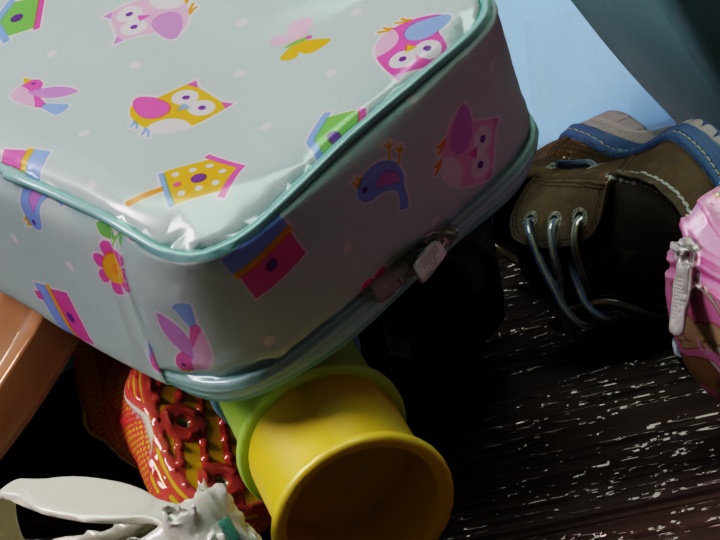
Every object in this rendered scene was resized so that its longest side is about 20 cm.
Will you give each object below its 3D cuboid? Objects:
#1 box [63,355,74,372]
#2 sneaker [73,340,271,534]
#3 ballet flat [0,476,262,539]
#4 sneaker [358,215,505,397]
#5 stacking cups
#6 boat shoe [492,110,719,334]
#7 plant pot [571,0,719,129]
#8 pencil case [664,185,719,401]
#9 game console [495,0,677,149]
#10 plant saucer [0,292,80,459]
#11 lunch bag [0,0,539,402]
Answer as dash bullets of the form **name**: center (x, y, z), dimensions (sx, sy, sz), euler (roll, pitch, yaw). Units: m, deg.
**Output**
- **box**: center (-0.107, -0.005, 1.219), dimensions (0.199, 0.049, 0.082), euler (-27, 20, -23)
- **sneaker**: center (-0.064, 0.044, 1.037), dimensions (0.073, 0.077, 0.200), euler (14, 25, -19)
- **ballet flat**: center (-0.111, 0.096, 0.918), dimensions (0.199, 0.072, 0.072), euler (-9, 21, 29)
- **sneaker**: center (-0.001, 0.000, 1.067), dimensions (0.076, 0.112, 0.200), euler (7, -25, -19)
- **stacking cups**: center (-0.033, 0.019, 0.958), dimensions (0.060, 0.061, 0.200), euler (-21, 41, -9)
- **boat shoe**: center (0.093, -0.008, 1.026), dimensions (0.072, 0.073, 0.200), euler (-26, 9, -8)
- **plant pot**: center (0.149, -0.125, 1.058), dimensions (0.141, 0.201, 0.141), euler (-35, 21, -5)
- **pencil case**: center (0.154, 0.028, 0.832), dimensions (0.086, 0.083, 0.200), euler (-21, 20, -10)
- **game console**: center (0.035, -0.130, 1.167), dimensions (0.118, 0.172, 0.201), euler (-28, 53, 40)
- **plant saucer**: center (-0.157, 0.025, 1.055), dimensions (0.200, 0.032, 0.201), euler (-41, 26, 25)
- **lunch bag**: center (-0.045, -0.047, 0.944), dimensions (0.160, 0.077, 0.199), euler (-39, 41, -26)
